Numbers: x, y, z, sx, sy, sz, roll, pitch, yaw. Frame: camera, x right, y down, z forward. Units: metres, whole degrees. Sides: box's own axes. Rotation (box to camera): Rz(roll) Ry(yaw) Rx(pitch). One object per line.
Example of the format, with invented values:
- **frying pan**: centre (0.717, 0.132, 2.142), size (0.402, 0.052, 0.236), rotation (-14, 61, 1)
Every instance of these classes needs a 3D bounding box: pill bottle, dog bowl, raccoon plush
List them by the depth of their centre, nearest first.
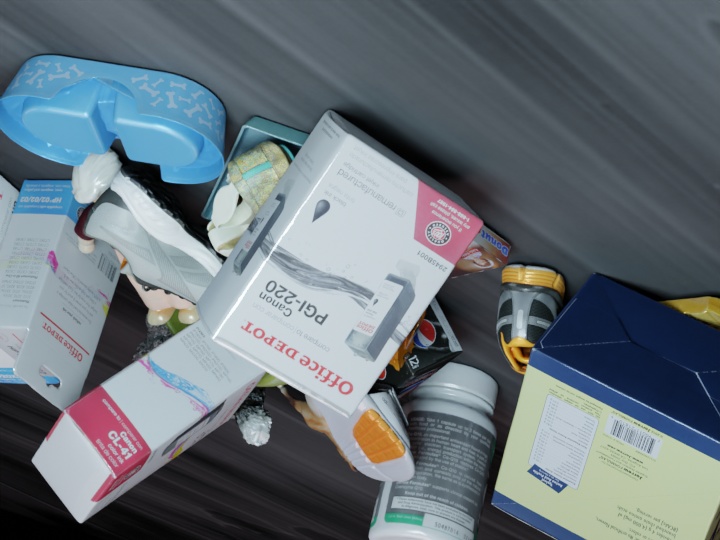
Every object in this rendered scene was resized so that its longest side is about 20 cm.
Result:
- **dog bowl**: centre (-0.204, -0.128, 1.368), size (0.199, 0.050, 0.112), rotation (10, 155, 10)
- **raccoon plush**: centre (-0.166, 0.105, 1.741), size (0.134, 0.097, 0.200), rotation (17, -173, -17)
- **pill bottle**: centre (0.083, 0.206, 1.748), size (0.113, 0.201, 0.113), rotation (12, 156, 5)

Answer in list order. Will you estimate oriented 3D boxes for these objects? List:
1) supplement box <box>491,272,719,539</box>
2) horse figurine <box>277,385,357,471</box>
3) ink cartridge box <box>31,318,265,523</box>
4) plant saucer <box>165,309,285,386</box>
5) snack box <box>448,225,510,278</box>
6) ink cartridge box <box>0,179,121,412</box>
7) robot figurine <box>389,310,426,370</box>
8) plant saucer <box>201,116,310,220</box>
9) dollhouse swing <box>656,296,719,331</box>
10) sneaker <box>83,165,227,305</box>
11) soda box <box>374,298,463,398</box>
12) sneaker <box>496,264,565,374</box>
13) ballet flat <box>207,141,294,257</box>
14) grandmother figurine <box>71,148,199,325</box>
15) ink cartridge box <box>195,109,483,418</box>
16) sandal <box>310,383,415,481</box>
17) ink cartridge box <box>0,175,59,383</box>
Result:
- **supplement box**: centre (0.247, 0.150, 1.468), size (0.199, 0.134, 0.200), rotation (27, 133, 19)
- **horse figurine**: centre (-0.041, 0.110, 1.687), size (0.133, 0.050, 0.200), rotation (50, 150, 31)
- **ink cartridge box**: centre (-0.203, 0.139, 1.582), size (0.086, 0.200, 0.148), rotation (52, 147, 8)
- **plant saucer**: centre (-0.136, 0.047, 1.632), size (0.199, 0.031, 0.200), rotation (25, 143, 21)
- **snack box**: centre (0.042, -0.014, 1.508), size (0.072, 0.024, 0.200), rotation (35, 149, -32)
- **ink cartridge box**: centre (-0.299, 0.027, 1.569), size (0.068, 0.201, 0.115), rotation (2, 153, 25)
- **robot figurine**: centre (0.000, 0.000, 1.470), size (0.145, 0.058, 0.200), rotation (22, 143, 18)
- **plant saucer**: centre (-0.089, -0.081, 1.446), size (0.070, 0.019, 0.200), rotation (18, 155, -9)
- **dollhouse swing**: centre (0.311, 0.134, 1.530), size (0.199, 0.183, 0.176), rotation (-7, 164, 39)
- **sneaker**: centre (-0.162, -0.005, 1.467), size (0.200, 0.079, 0.074), rotation (44, -170, -21)
- **soda box**: centre (0.029, 0.094, 1.670), size (0.063, 0.071, 0.200), rotation (-23, 170, -25)
- **sneaker**: centre (0.167, 0.068, 1.556), size (0.078, 0.078, 0.200), rotation (2, 154, 22)
- **ballet flat**: centre (-0.100, -0.045, 1.419), size (0.070, 0.071, 0.200), rotation (16, 153, -4)
- **grandmother figurine**: centre (-0.213, -0.034, 1.524), size (0.121, 0.061, 0.200), rotation (-9, 132, 17)
- **ink cartridge box**: centre (-0.019, -0.003, 1.328), size (0.145, 0.200, 0.085), rotation (31, -171, -22)
- **sandal**: centre (0.000, 0.124, 1.605), size (0.079, 0.059, 0.207), rotation (-7, 128, 39)
- **ink cartridge box**: centre (-0.390, 0.006, 1.638), size (0.144, 0.148, 0.200), rotation (1, 153, 26)
